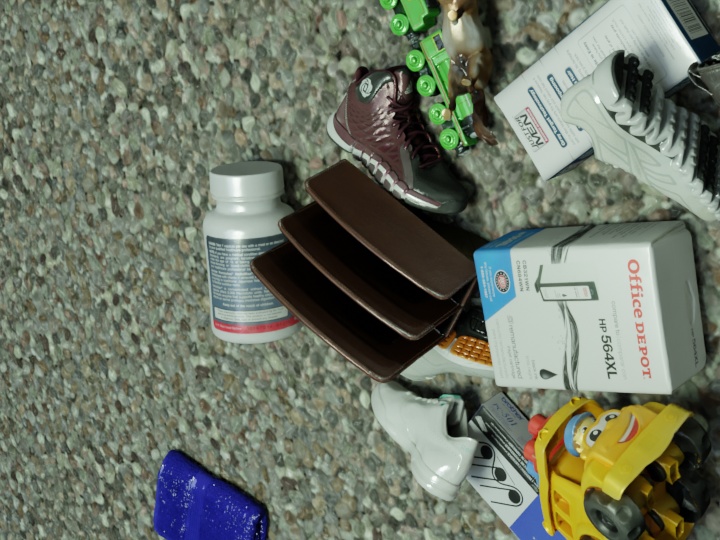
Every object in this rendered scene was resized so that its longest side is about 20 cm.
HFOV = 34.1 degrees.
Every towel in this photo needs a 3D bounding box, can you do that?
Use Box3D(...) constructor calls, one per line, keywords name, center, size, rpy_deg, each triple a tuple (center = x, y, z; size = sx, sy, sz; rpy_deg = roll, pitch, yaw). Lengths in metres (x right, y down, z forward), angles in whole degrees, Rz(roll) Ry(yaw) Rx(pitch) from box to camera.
Box3D(name="towel", center=(-0.219, 0.363, 1.677), size=(0.198, 0.049, 0.150), rpy_deg=(23, 119, 33))

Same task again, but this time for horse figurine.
Box3D(name="horse figurine", center=(0.103, -0.227, 1.163), size=(0.049, 0.133, 0.204), rpy_deg=(-6, 108, 19))

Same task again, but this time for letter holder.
Box3D(name="letter holder", center=(0.000, 0.000, 1.219), size=(0.199, 0.142, 0.101), rpy_deg=(40, 131, 18))

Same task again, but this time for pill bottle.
Box3D(name="pill bottle", center=(-0.132, -0.024, 1.428), size=(0.118, 0.119, 0.204), rpy_deg=(10, 111, 38))

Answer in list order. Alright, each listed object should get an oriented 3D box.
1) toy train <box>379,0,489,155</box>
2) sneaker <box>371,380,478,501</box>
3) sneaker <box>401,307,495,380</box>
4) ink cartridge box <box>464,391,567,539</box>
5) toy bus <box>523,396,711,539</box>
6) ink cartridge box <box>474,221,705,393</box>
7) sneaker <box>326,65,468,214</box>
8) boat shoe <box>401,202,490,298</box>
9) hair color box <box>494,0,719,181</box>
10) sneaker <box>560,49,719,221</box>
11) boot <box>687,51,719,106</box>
Box3D(name="toy train", center=(0.081, -0.221, 1.238), size=(0.056, 0.042, 0.203), rpy_deg=(-25, 87, 31))
Box3D(name="sneaker", center=(0.080, 0.168, 1.323), size=(0.089, 0.075, 0.200), rpy_deg=(-58, 33, 13))
Box3D(name="sneaker", center=(0.089, 0.089, 1.322), size=(0.198, 0.076, 0.093), rpy_deg=(18, 137, 32))
Box3D(name="ink cartridge box", center=(0.189, 0.241, 1.290), size=(0.200, 0.044, 0.095), rpy_deg=(48, 131, 18))
Box3D(name="toy bus", center=(0.233, 0.193, 1.154), size=(0.191, 0.135, 0.202), rpy_deg=(34, 152, 37))
Box3D(name="ink cartridge box", center=(0.225, 0.036, 1.156), size=(0.198, 0.084, 0.149), rpy_deg=(-3, 103, 41))
Box3D(name="sneaker", center=(0.049, -0.154, 1.264), size=(0.199, 0.075, 0.117), rpy_deg=(38, 122, 26))
Box3D(name="boat shoe", center=(0.058, -0.028, 1.297), size=(0.198, 0.073, 0.066), rpy_deg=(27, 115, 32))
Box3D(name="hair color box", center=(0.230, -0.182, 1.106), size=(0.199, 0.060, 0.101), rpy_deg=(-37, 81, 41))
Box3D(name="sneaker", center=(0.260, -0.112, 1.052), size=(0.199, 0.076, 0.081), rpy_deg=(40, 139, -23))
Box3D(name="boot", center=(0.382, -0.127, 0.959), size=(0.198, 0.069, 0.176), rpy_deg=(-13, 113, 44))
